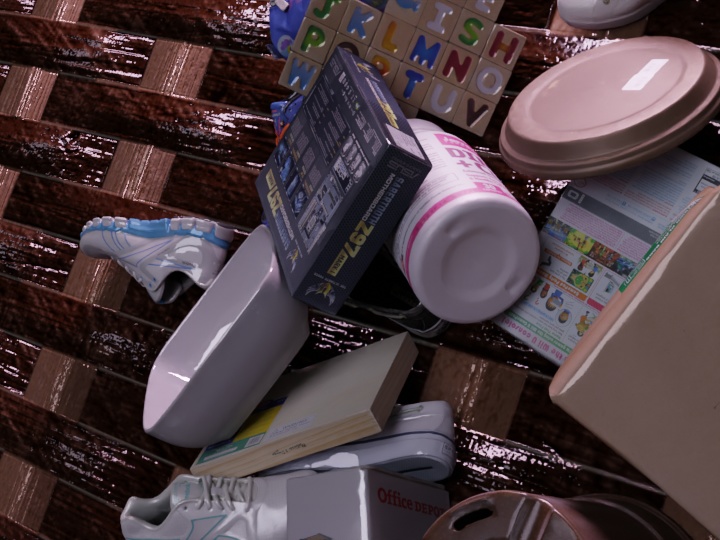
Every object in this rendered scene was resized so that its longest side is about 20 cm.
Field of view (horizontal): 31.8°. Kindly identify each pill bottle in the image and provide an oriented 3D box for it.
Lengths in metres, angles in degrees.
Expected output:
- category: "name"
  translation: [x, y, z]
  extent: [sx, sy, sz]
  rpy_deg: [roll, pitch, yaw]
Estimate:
- category: "pill bottle"
  translation: [0.069, -0.051, 1.093]
  extent: [0.114, 0.113, 0.201]
  rpy_deg: [-47, 31, 11]

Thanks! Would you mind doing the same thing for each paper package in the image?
- category: "paper package"
  translation: [0.264, 0.069, 0.916]
  extent: [0.190, 0.103, 0.201]
  rpy_deg: [39, 98, 4]

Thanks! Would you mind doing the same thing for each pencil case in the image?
- category: "pencil case"
  translation: [-0.015, -0.272, 1.242]
  extent: [0.199, 0.086, 0.079]
  rpy_deg: [-24, 47, 47]

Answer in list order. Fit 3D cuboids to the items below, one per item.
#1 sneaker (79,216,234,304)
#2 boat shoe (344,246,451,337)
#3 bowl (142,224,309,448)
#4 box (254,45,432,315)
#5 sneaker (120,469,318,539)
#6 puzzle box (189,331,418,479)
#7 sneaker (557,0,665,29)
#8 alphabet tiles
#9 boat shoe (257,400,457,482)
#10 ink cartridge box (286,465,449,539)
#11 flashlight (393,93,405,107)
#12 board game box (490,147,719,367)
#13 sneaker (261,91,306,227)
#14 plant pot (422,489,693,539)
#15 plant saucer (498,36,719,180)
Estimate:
- category: "sneaker"
  translation: [-0.224, -0.009, 1.336]
  extent: [0.197, 0.075, 0.088]
  rpy_deg: [1, 80, 34]
- category: "boat shoe"
  translation: [0.000, 0.000, 1.185]
  extent: [0.198, 0.063, 0.072]
  rpy_deg: [23, 86, 38]
- category: "bowl"
  translation: [-0.116, 0.066, 1.176]
  extent: [0.201, 0.074, 0.200]
  rpy_deg: [-53, 16, 8]
- category: "box"
  translation: [-0.021, -0.082, 1.102]
  extent: [0.159, 0.050, 0.201]
  rpy_deg: [-56, 29, 20]
- category: "sneaker"
  translation: [-0.122, 0.213, 1.102]
  extent: [0.198, 0.081, 0.071]
  rpy_deg: [-22, 29, 16]
- category: "puzzle box"
  translation: [-0.050, 0.126, 1.148]
  extent: [0.198, 0.026, 0.133]
  rpy_deg: [-21, 20, 27]
- category: "sneaker"
  translation: [0.253, -0.277, 1.103]
  extent: [0.198, 0.084, 0.074]
  rpy_deg: [-19, 66, 29]
- category: "alphabet tiles"
  translation: [0.044, -0.209, 1.169]
  extent: [0.197, 0.008, 0.169]
  rpy_deg: [23, 105, -5]
- category: "boat shoe"
  translation: [0.000, 0.163, 1.137]
  extent: [0.197, 0.074, 0.068]
  rpy_deg: [-10, 47, 25]
- category: "ink cartridge box"
  translation: [0.012, 0.273, 1.032]
  extent: [0.086, 0.145, 0.204]
  rpy_deg: [-12, 68, 30]
- category: "flashlight"
  translation: [0.064, -0.212, 1.221]
  extent: [0.068, 0.067, 0.202]
  rpy_deg: [42, 104, 44]
- category: "board game box"
  translation: [0.221, -0.003, 1.041]
  extent: [0.147, 0.064, 0.202]
  rpy_deg: [34, 92, 38]
- category: "sneaker"
  translation: [-0.061, -0.134, 1.250]
  extent: [0.075, 0.078, 0.203]
  rpy_deg: [4, 74, 65]
- category: "plant pot"
  translation: [0.141, 0.249, 0.923]
  extent: [0.198, 0.198, 0.204]
  rpy_deg: [-12, 66, 29]
- category: "plant saucer"
  translation: [0.206, -0.141, 1.051]
  extent: [0.197, 0.030, 0.201]
  rpy_deg: [-19, 28, 10]
